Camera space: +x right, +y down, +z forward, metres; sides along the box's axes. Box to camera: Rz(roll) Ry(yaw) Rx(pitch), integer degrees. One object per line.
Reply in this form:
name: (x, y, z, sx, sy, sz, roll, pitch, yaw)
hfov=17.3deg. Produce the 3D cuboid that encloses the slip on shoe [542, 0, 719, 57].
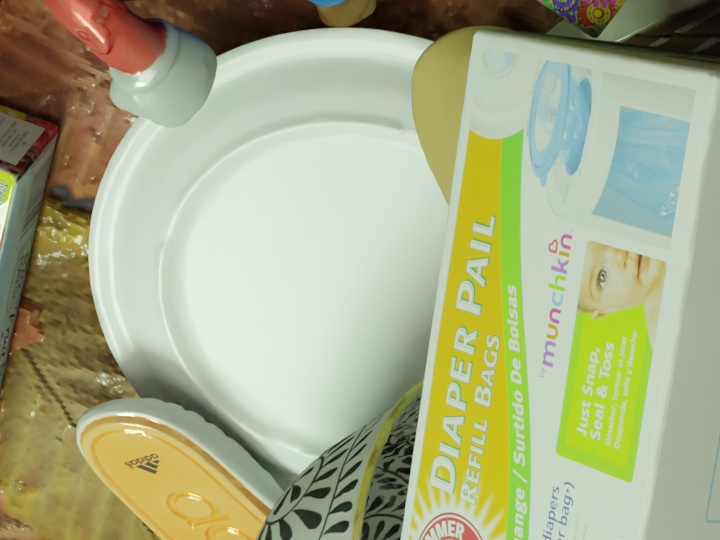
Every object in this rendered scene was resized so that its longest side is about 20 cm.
slip on shoe: (0.140, -0.117, 0.772, 0.200, 0.076, 0.061, -29, 63, 38)

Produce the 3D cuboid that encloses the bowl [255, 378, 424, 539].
bowl: (0.010, 0.139, 0.833, 0.094, 0.201, 0.201, -11, 115, 29)

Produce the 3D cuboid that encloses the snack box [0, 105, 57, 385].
snack box: (-0.210, 0.013, 0.931, 0.142, 0.053, 0.200, 20, 121, 5)

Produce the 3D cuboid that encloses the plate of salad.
plate of salad: (0.000, 0.000, 0.872, 0.200, 0.048, 0.200, 4, 118, 7)

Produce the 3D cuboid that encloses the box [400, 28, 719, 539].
box: (0.091, 0.035, 0.715, 0.112, 0.101, 0.200, 18, 102, 53)

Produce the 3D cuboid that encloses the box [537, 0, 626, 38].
box: (0.054, -0.216, 0.700, 0.193, 0.122, 0.200, 32, 121, -6)

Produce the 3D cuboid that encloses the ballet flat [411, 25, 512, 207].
ballet flat: (0.081, 0.005, 0.802, 0.069, 0.063, 0.200, -26, 120, 18)

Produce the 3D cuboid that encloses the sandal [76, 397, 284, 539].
sandal: (-0.042, 0.128, 0.918, 0.079, 0.059, 0.207, -19, 131, 39)

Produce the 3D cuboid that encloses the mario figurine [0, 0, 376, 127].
mario figurine: (-0.096, -0.122, 0.788, 0.200, 0.123, 0.106, -3, 146, -17)
